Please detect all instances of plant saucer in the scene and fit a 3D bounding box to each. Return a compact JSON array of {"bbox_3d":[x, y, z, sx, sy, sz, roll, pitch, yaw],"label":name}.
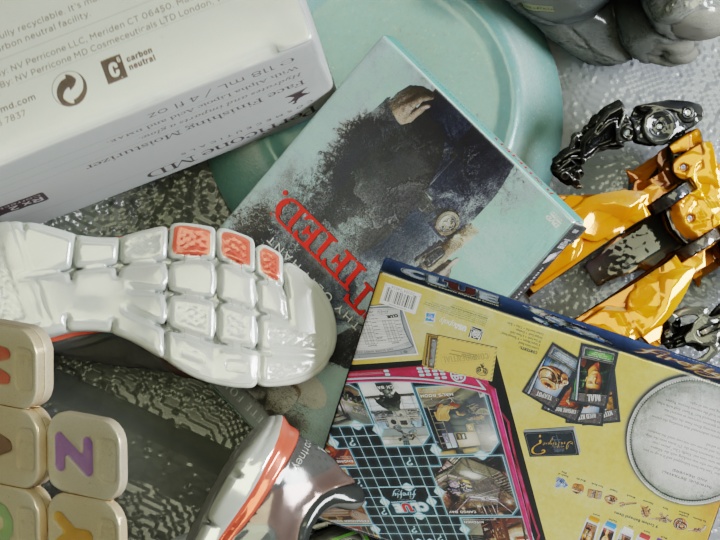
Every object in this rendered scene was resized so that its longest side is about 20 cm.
[{"bbox_3d":[0.013,-0.090,1.570,0.199,0.036,0.201,1,80,-4],"label":"plant saucer"}]

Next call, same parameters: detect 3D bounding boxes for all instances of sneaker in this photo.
[{"bbox_3d":[-0.111,0.017,1.502,0.199,0.082,0.077,12,79,0],"label":"sneaker"},{"bbox_3d":[-0.064,0.174,1.439,0.082,0.077,0.200,30,91,-6],"label":"sneaker"}]

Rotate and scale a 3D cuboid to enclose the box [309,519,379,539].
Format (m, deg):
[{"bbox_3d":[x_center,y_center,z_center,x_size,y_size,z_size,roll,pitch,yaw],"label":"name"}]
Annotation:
[{"bbox_3d":[0.091,0.195,1.518,0.192,0.048,0.201,-19,82,-3],"label":"box"}]

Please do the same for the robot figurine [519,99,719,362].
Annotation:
[{"bbox_3d":[0.128,-0.001,1.545,0.200,0.058,0.145,-32,92,-8],"label":"robot figurine"}]

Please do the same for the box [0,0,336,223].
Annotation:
[{"bbox_3d":[-0.138,-0.153,1.504,0.198,0.131,0.201,-22,78,2],"label":"box"}]

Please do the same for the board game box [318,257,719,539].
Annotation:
[{"bbox_3d":[0.085,0.089,1.471,0.199,0.035,0.136,19,103,2],"label":"board game box"}]

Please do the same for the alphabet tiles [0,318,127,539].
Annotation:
[{"bbox_3d":[-0.192,0.122,1.452,0.195,0.015,0.201,8,102,38],"label":"alphabet tiles"}]

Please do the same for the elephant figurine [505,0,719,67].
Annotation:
[{"bbox_3d":[0.149,-0.220,1.571,0.141,0.155,0.201,-4,63,39],"label":"elephant figurine"}]

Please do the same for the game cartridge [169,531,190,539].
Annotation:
[{"bbox_3d":[-0.113,0.223,1.487,0.200,0.042,0.133,-37,77,-3],"label":"game cartridge"}]

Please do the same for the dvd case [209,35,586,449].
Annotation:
[{"bbox_3d":[0.000,0.000,1.511,0.146,0.022,0.200,45,105,15],"label":"dvd case"}]
